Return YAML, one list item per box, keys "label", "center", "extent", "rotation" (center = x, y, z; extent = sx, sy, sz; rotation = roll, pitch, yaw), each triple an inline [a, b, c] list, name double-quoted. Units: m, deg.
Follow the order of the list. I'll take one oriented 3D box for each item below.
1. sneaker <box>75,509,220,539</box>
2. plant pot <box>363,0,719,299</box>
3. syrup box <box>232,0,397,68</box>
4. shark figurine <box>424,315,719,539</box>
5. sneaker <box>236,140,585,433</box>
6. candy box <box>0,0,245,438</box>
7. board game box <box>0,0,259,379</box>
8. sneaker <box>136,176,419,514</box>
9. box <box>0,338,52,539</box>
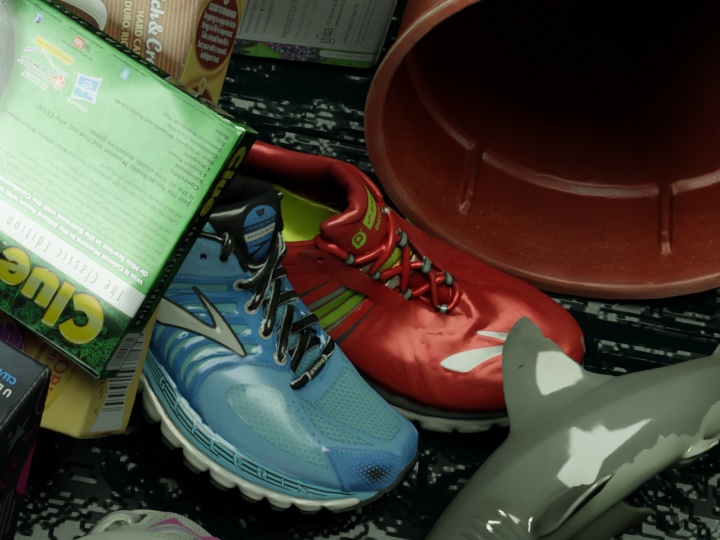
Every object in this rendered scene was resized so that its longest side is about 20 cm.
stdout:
- label: "sneaker"
  center: [-0.078, 0.129, 1.036]
  extent: [0.088, 0.200, 0.081]
  rotation: [31, 86, 25]
- label: "plant pot"
  center: [0.111, -0.126, 1.208]
  extent: [0.200, 0.201, 0.196]
  rotation: [12, 52, -6]
- label: "syrup box"
  center: [-0.083, -0.150, 1.230]
  extent: [0.199, 0.082, 0.079]
  rotation: [5, 58, -10]
- label: "shark figurine"
  center: [0.100, 0.051, 1.132]
  extent: [0.214, 0.128, 0.090]
  rotation: [-29, 73, -25]
- label: "sneaker"
  center: [0.000, 0.000, 1.164]
  extent: [0.199, 0.085, 0.077]
  rotation: [23, 60, 0]
- label: "candy box"
  center: [-0.120, -0.050, 1.067]
  extent: [0.116, 0.056, 0.201]
  rotation: [17, 94, 14]
- label: "board game box"
  center: [-0.145, -0.058, 1.034]
  extent: [0.200, 0.023, 0.105]
  rotation: [34, 96, 12]
- label: "sneaker"
  center: [-0.053, 0.012, 1.114]
  extent: [0.200, 0.090, 0.078]
  rotation: [41, 32, -5]
- label: "box"
  center: [-0.201, 0.085, 1.004]
  extent: [0.132, 0.200, 0.115]
  rotation: [32, 58, 6]
